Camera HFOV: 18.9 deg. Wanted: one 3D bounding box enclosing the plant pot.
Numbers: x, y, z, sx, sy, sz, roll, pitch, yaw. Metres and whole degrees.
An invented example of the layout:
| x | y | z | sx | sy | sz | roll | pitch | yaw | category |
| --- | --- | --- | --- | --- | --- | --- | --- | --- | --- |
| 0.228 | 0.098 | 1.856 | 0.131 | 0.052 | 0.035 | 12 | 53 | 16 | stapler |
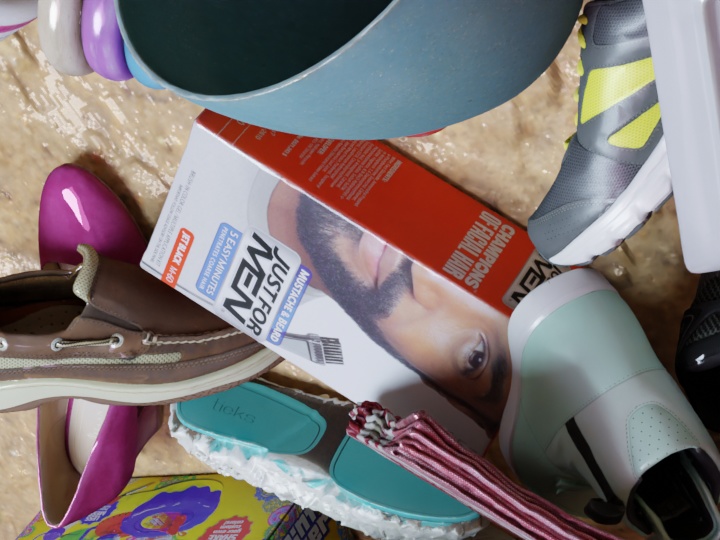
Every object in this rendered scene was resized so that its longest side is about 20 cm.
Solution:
| x | y | z | sx | sy | sz | roll | pitch | yaw | category |
| --- | --- | --- | --- | --- | --- | --- | --- | --- | --- |
| 0.016 | -0.133 | 0.882 | 0.200 | 0.200 | 0.135 | -13 | 150 | 38 | plant pot |

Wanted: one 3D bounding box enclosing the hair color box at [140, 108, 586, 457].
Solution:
| x | y | z | sx | sy | sz | roll | pitch | yaw | category |
| --- | --- | --- | --- | --- | --- | --- | --- | --- | --- |
| 0.000 | 0.000 | 1.066 | 0.200 | 0.064 | 0.111 | 31 | 134 | 5 | hair color box |

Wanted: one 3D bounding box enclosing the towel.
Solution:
| x | y | z | sx | sy | sz | roll | pitch | yaw | category |
| --- | --- | --- | --- | --- | --- | --- | --- | --- | --- |
| 0.065 | 0.104 | 0.974 | 0.144 | 0.023 | 0.200 | 32 | 175 | -5 | towel |

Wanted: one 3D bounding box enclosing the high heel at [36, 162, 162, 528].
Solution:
| x | y | z | sx | sy | sz | roll | pitch | yaw | category |
| --- | --- | --- | --- | --- | --- | --- | --- | --- | --- |
| -0.157 | 0.043 | 1.175 | 0.067 | 0.096 | 0.200 | 16 | 132 | 21 | high heel |

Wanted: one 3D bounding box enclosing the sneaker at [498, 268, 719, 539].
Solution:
| x | y | z | sx | sy | sz | roll | pitch | yaw | category |
| --- | --- | --- | --- | --- | --- | --- | --- | --- | --- |
| 0.119 | 0.097 | 0.999 | 0.118 | 0.074 | 0.201 | 60 | 174 | 31 | sneaker |

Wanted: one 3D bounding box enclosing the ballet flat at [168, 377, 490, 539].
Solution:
| x | y | z | sx | sy | sz | roll | pitch | yaw | category |
| --- | --- | --- | --- | --- | --- | --- | --- | --- | --- |
| -0.011 | 0.105 | 1.161 | 0.200 | 0.072 | 0.072 | 19 | 133 | 27 | ballet flat |

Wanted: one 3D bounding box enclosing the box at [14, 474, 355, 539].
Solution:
| x | y | z | sx | sy | sz | roll | pitch | yaw | category |
| --- | --- | --- | --- | --- | --- | --- | --- | --- | --- |
| -0.091 | 0.230 | 1.265 | 0.200 | 0.122 | 0.193 | -6 | 121 | 36 | box |

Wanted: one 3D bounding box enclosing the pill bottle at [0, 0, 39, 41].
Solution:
| x | y | z | sx | sy | sz | roll | pitch | yaw | category |
| --- | --- | --- | --- | --- | --- | --- | --- | --- | --- |
| -0.240 | -0.140 | 1.068 | 0.200 | 0.113 | 0.113 | -24 | 109 | 42 | pill bottle |

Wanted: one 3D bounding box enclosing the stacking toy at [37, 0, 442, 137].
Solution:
| x | y | z | sx | sy | sz | roll | pitch | yaw | category |
| --- | --- | --- | --- | --- | --- | --- | --- | --- | --- |
| -0.044 | -0.111 | 1.001 | 0.200 | 0.085 | 0.085 | 15 | 131 | 14 | stacking toy |

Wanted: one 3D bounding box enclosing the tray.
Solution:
| x | y | z | sx | sy | sz | roll | pitch | yaw | category |
| --- | --- | --- | --- | --- | --- | --- | --- | --- | --- |
| 0.173 | -0.068 | 0.858 | 0.107 | 0.022 | 0.200 | -15 | 139 | 4 | tray |

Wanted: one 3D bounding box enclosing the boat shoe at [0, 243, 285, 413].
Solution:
| x | y | z | sx | sy | sz | roll | pitch | yaw | category |
| --- | --- | --- | --- | --- | --- | --- | --- | --- | --- |
| -0.131 | 0.025 | 1.109 | 0.202 | 0.075 | 0.075 | -10 | 129 | -6 | boat shoe |

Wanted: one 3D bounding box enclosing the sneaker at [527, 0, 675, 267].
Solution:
| x | y | z | sx | sy | sz | roll | pitch | yaw | category |
| --- | --- | --- | --- | --- | --- | --- | --- | --- | --- |
| 0.123 | -0.085 | 0.925 | 0.085 | 0.074 | 0.200 | 41 | 127 | 5 | sneaker |

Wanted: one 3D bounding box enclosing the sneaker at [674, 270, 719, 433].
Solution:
| x | y | z | sx | sy | sz | roll | pitch | yaw | category |
| --- | --- | --- | --- | --- | --- | --- | --- | --- | --- |
| 0.227 | 0.046 | 0.927 | 0.199 | 0.114 | 0.076 | 6 | 129 | 26 | sneaker |

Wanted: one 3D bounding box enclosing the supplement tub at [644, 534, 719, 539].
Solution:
| x | y | z | sx | sy | sz | roll | pitch | yaw | category |
| --- | --- | --- | --- | --- | --- | --- | --- | --- | --- |
| 0.192 | 0.220 | 1.001 | 0.122 | 0.122 | 0.200 | -3 | 94 | 33 | supplement tub |

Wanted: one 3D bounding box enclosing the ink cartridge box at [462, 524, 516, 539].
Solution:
| x | y | z | sx | sy | sz | roll | pitch | yaw | category |
| --- | --- | --- | --- | --- | --- | --- | --- | --- | --- |
| 0.034 | 0.192 | 1.066 | 0.200 | 0.145 | 0.088 | -170 | 73 | -73 | ink cartridge box |
